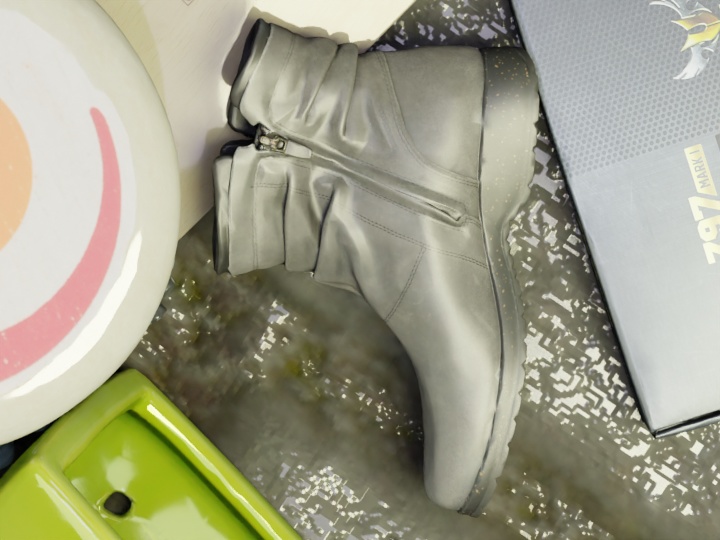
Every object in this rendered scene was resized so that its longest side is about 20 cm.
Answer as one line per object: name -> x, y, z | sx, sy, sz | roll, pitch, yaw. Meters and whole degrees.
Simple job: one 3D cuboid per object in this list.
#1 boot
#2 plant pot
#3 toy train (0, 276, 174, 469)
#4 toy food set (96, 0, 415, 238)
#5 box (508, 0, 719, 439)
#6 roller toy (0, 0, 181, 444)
boot -> 0.000, 0.000, 1.047 | 0.131, 0.070, 0.201 | 2, 91, -10
plant pot -> -0.105, 0.181, 1.011 | 0.181, 0.200, 0.199 | -43, 91, 9
toy train -> -0.168, 0.026, 1.026 | 0.200, 0.085, 0.114 | -43, 97, -5
toy food set -> -0.073, -0.122, 1.069 | 0.143, 0.060, 0.200 | 44, 94, -12
box -> 0.164, -0.048, 1.061 | 0.157, 0.051, 0.201 | -17, 92, 4
roller toy -> -0.155, -0.028, 0.912 | 0.182, 0.140, 0.201 | 22, 86, -7
